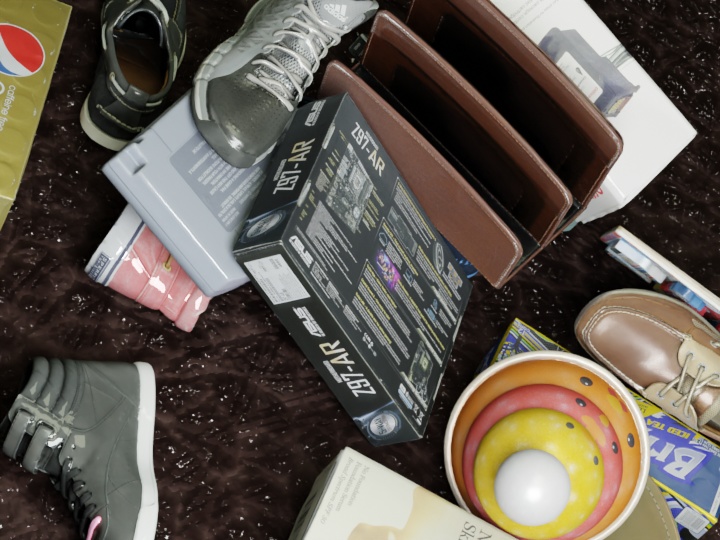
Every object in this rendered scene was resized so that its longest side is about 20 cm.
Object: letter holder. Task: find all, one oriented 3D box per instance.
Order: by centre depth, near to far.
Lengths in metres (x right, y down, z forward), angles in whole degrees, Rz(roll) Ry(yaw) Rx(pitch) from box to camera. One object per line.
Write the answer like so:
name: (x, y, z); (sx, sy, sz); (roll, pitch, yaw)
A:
letter holder: (0.078, -0.110, 1.491); (0.101, 0.142, 0.200); (-41, 81, -21)

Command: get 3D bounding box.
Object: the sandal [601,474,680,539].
sandal: (0.217, 0.247, 1.463); (0.070, 0.078, 0.212); (25, 46, -54)

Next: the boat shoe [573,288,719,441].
boat shoe: (0.248, 0.078, 1.513); (0.200, 0.076, 0.072); (26, 16, -17)

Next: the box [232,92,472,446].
box: (0.000, 0.000, 1.464); (0.200, 0.043, 0.160); (55, 38, -32)

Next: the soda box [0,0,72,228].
soda box: (-0.265, -0.114, 1.471); (0.068, 0.064, 0.200); (20, 49, -14)

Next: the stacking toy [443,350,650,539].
stacking toy: (0.122, 0.137, 1.376); (0.146, 0.146, 0.200); (37, 8, 2)

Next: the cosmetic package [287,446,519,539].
cosmetic package: (0.047, 0.214, 1.366); (0.200, 0.071, 0.105); (28, 60, -6)

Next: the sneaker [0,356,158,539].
sneaker: (-0.185, 0.136, 1.320); (0.099, 0.071, 0.200); (11, 45, -18)

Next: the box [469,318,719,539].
box: (0.174, 0.125, 1.521); (0.200, 0.064, 0.070); (33, 47, -3)

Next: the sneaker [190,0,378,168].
sneaker: (-0.046, -0.162, 1.452); (0.075, 0.115, 0.200); (42, 37, -19)

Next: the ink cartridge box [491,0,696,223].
ink cartridge box: (0.149, -0.142, 1.582); (0.084, 0.145, 0.200); (-41, 91, -8)

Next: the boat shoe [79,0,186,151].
boat shoe: (-0.164, -0.182, 1.577); (0.072, 0.068, 0.200); (18, 47, -13)

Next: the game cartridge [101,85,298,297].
game cartridge: (-0.091, -0.066, 1.453); (0.133, 0.040, 0.200); (48, 35, -6)

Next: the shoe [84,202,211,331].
shoe: (-0.118, -0.045, 1.497); (0.091, 0.071, 0.200); (34, 49, -7)

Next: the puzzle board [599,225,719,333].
puzzle board: (0.250, 0.018, 1.590); (0.151, 0.200, 0.017); (36, 91, 3)

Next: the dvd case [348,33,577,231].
dvd case: (0.086, -0.108, 1.640); (0.200, 0.022, 0.146); (49, 20, 14)

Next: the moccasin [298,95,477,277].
moccasin: (0.014, -0.061, 1.572); (0.200, 0.068, 0.081); (29, 54, -5)
